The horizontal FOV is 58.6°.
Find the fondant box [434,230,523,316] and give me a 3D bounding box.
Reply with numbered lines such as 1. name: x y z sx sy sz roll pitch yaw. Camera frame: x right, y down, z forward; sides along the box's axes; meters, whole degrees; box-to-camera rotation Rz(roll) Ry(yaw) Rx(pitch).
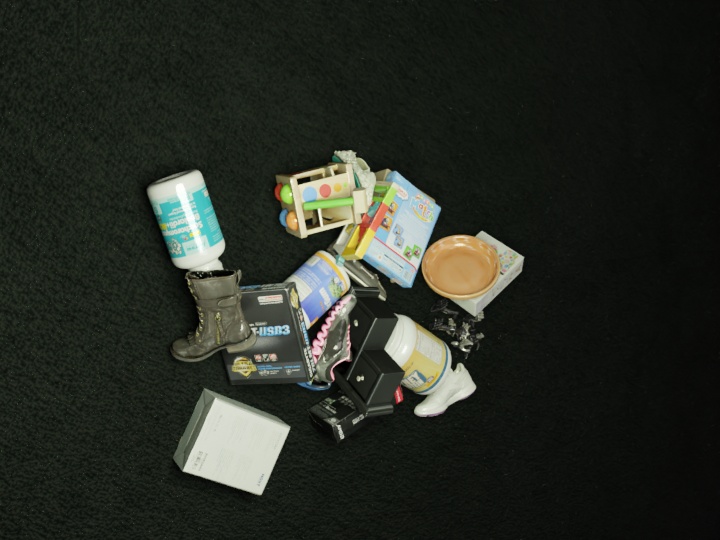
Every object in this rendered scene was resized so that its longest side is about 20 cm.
1. fondant box: 0.305 0.004 1.654 0.199 0.143 0.059 -39 145 -22

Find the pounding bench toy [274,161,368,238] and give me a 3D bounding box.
1. pounding bench toy: -0.085 -0.144 1.327 0.152 0.199 0.128 -16 105 -19

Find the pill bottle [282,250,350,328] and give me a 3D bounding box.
1. pill bottle: -0.125 0.061 1.393 0.200 0.111 0.113 -44 117 -21

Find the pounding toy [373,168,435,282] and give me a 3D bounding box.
1. pounding toy: 0.070 -0.097 1.508 0.197 0.141 0.188 28 73 -29

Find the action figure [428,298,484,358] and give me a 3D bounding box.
1. action figure: 0.270 0.156 1.683 0.198 0.101 0.122 28 69 -32

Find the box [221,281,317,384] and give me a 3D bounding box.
1. box: -0.201 0.131 1.308 0.050 0.195 0.204 -44 126 -61

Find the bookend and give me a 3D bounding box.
1. bookend: 0.024 0.176 1.414 0.091 0.200 0.202 4 120 -44

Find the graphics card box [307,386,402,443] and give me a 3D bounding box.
1. graphics card box: -0.012 0.312 1.496 0.197 0.124 0.052 -26 111 -29

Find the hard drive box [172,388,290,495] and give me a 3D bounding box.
1. hard drive box: -0.270 0.364 1.357 0.198 0.076 0.159 31 79 -32

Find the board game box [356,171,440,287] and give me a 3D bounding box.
1. board game box: 0.086 -0.089 1.411 0.150 0.036 0.204 33 70 -28

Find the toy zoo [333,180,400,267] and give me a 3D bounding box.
1. toy zoo: 0.003 -0.099 1.373 0.020 0.131 0.203 30 85 -25

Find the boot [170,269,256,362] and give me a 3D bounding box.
1. boot: -0.301 0.079 1.243 0.194 0.070 0.178 -11 118 8

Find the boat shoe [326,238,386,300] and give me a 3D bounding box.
1. boat shoe: 0.000 0.000 1.498 0.199 0.066 0.058 38 81 -28

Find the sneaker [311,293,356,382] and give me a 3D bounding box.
1. sneaker: -0.049 0.151 1.386 0.094 0.079 0.203 29 93 -2

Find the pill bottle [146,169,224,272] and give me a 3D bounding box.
1. pill bottle: -0.328 -0.082 1.236 0.109 0.110 0.205 -26 110 -28

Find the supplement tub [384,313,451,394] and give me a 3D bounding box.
1. supplement tub: 0.111 0.198 1.553 0.198 0.143 0.147 34 78 -32

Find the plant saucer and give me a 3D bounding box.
1. plant saucer: 0.251 -0.003 1.606 0.199 0.199 0.038 -39 146 -23

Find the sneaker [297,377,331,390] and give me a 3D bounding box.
1. sneaker: -0.146 0.213 1.421 0.198 0.078 0.067 31 81 -31

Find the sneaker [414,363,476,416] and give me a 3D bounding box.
1. sneaker: 0.212 0.316 1.695 0.197 0.074 0.102 -24 91 -29

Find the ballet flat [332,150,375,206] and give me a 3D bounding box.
1. ballet flat: -0.003 -0.207 1.392 0.070 0.202 0.073 -14 133 -16
